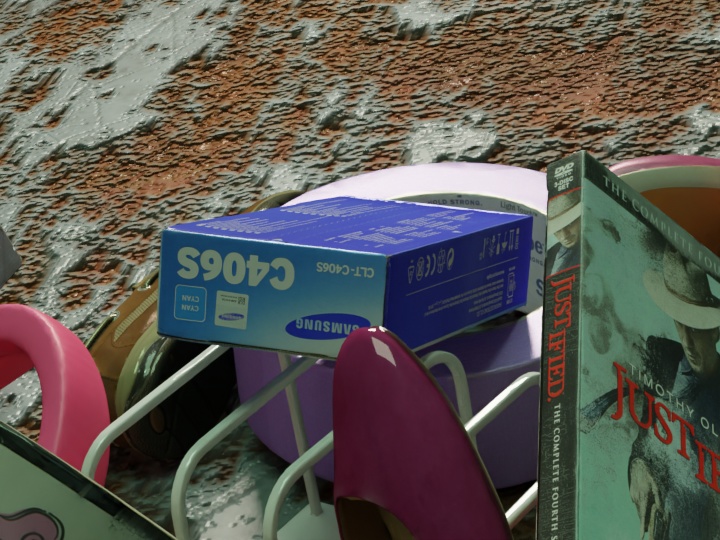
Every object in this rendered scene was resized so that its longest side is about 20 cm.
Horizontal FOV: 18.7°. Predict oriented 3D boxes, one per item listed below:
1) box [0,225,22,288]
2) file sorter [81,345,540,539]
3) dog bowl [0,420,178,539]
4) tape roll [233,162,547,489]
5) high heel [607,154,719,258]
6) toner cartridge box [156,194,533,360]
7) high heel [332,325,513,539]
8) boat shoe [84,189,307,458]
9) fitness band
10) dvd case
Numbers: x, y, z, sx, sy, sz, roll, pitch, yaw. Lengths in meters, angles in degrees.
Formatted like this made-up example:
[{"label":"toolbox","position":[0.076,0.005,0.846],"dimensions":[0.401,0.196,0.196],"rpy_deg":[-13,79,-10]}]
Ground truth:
[{"label":"box","position":[-0.281,0.048,1.103],"dimensions":[0.160,0.049,0.200],"rpy_deg":[-23,19,28]},{"label":"file sorter","position":[0.009,0.107,0.846],"dimensions":[0.199,0.125,0.139],"rpy_deg":[10,33,37]},{"label":"dog bowl","position":[-0.115,0.108,0.732],"dimensions":[0.199,0.200,0.074],"rpy_deg":[20,71,45]},{"label":"tape roll","position":[0.037,0.023,1.039],"dimensions":[0.198,0.066,0.201],"rpy_deg":[-3,29,2]},{"label":"high heel","position":[0.176,-0.033,1.041],"dimensions":[0.199,0.068,0.096],"rpy_deg":[6,26,-28]},{"label":"toner cartridge box","position":[0.000,0.000,0.900],"dimensions":[0.094,0.044,0.200],"rpy_deg":[6,7,20]},{"label":"high heel","position":[0.002,0.123,0.690],"dimensions":[0.096,0.202,0.067],"rpy_deg":[-18,3,-30]},{"label":"boat shoe","position":[-0.085,0.020,1.106],"dimensions":[0.073,0.076,0.200],"rpy_deg":[1,29,29]},{"label":"fitness band","position":[-0.178,0.097,0.912],"dimensions":[0.199,0.037,0.144],"rpy_deg":[-35,43,30]},{"label":"dvd case","position":[0.115,0.074,0.777],"dimensions":[0.022,0.146,0.201],"rpy_deg":[-26,44,35]}]
